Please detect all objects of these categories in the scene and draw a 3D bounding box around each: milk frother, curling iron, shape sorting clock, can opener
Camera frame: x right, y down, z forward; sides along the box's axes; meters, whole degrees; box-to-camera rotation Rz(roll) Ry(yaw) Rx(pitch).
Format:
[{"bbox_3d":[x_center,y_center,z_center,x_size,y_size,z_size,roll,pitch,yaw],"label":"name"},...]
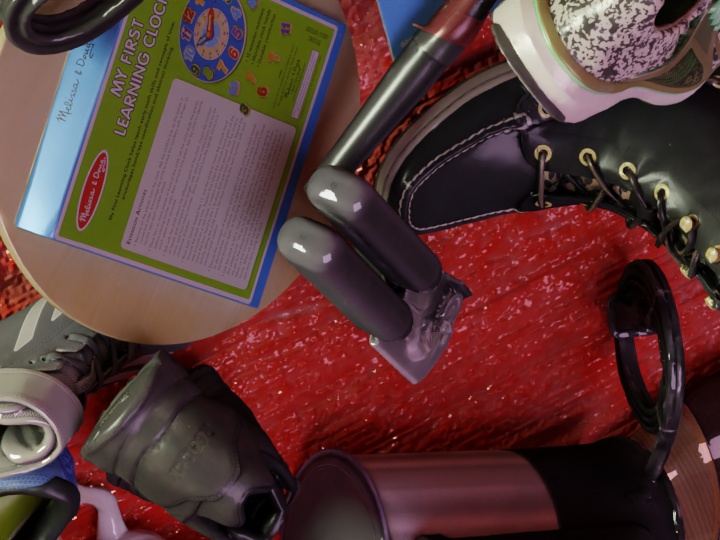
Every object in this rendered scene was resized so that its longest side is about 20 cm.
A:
[{"bbox_3d":[0.075,0.101,1.238,0.187,0.180,0.201,0,77,-30],"label":"milk frother"},{"bbox_3d":[0.031,-0.112,1.052,0.049,0.026,0.200,23,116,-25],"label":"curling iron"},{"bbox_3d":[-0.082,-0.067,1.055,0.199,0.039,0.201,-12,109,-40],"label":"shape sorting clock"},{"bbox_3d":[0.000,0.000,1.115,0.053,0.067,0.200,-59,154,-7],"label":"can opener"}]

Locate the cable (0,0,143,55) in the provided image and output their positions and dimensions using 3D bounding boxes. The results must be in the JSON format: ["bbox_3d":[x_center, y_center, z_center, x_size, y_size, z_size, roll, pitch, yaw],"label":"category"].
[{"bbox_3d":[-0.062,-0.158,0.963,0.200,0.050,0.097,-37,147,25],"label":"cable"}]

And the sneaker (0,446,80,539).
[{"bbox_3d":[-0.209,0.150,1.117,0.200,0.089,0.078,-48,130,6],"label":"sneaker"}]

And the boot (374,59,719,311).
[{"bbox_3d":[0.125,-0.038,1.138,0.203,0.154,0.074,-23,142,-17],"label":"boot"}]

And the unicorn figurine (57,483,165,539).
[{"bbox_3d":[-0.129,0.169,1.197,0.200,0.074,0.137,-37,134,18],"label":"unicorn figurine"}]

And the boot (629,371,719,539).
[{"bbox_3d":[0.242,0.130,1.373,0.166,0.072,0.200,-34,127,-4],"label":"boot"}]

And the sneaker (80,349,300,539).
[{"bbox_3d":[-0.071,0.094,1.109,0.076,0.091,0.200,-53,173,1],"label":"sneaker"}]

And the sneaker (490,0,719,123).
[{"bbox_3d":[0.144,-0.121,1.077,0.088,0.077,0.200,-29,179,36],"label":"sneaker"}]

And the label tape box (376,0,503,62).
[{"bbox_3d":[0.042,-0.210,1.038,0.144,0.063,0.200,-28,138,-12],"label":"label tape box"}]

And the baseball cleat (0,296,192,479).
[{"bbox_3d":[-0.127,0.043,1.082,0.199,0.106,0.070,-30,120,-13],"label":"baseball cleat"}]
